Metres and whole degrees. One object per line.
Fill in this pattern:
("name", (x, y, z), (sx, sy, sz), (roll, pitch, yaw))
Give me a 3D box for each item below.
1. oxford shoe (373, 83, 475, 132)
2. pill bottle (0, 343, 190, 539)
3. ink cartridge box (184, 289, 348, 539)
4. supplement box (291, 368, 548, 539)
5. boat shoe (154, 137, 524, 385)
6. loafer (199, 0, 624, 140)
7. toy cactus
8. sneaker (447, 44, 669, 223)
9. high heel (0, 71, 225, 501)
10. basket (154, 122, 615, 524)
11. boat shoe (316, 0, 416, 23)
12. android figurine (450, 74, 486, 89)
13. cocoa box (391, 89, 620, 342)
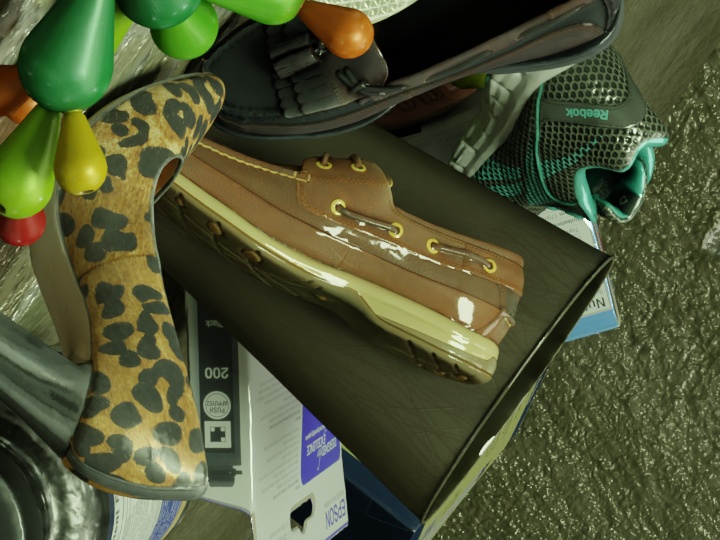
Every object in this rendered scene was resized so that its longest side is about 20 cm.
("oxford shoe", (0.030, -0.110, 1.623), (0.074, 0.071, 0.200), (-50, 173, 35))
("pill bottle", (-0.154, 0.099, 1.308), (0.112, 0.112, 0.200), (-55, 171, 15))
("ink cartridge box", (-0.051, 0.065, 1.624), (0.198, 0.043, 0.201), (-24, 112, -75))
("supplement box", (0.043, 0.141, 2.522), (0.200, 0.134, 0.200), (-50, 171, -21))
("boat shoe", (-0.016, -0.021, 1.325), (0.068, 0.200, 0.072), (-63, -170, -10))
("loafer", (0.020, -0.111, 1.304), (0.199, 0.072, 0.063), (-14, 168, 2))
("toy cactus", (-0.073, -0.103, 1.032), (0.200, 0.102, 0.165), (-43, 161, -7))
("sneaker", (0.100, -0.053, 1.426), (0.077, 0.091, 0.200), (-37, 168, -14))
("high heel", (-0.079, 0.006, 1.218), (0.200, 0.142, 0.071), (-47, 170, -36))
("basket", (0.000, 0.000, 1.439), (0.136, 0.200, 0.181), (-45, 170, -48))
("boat shoe", (0.030, -0.189, 1.242), (0.200, 0.062, 0.075), (-58, 139, -11))
("android figurine", (0.070, -0.173, 1.444), (0.182, 0.041, 0.200), (-45, 157, -15))
("cocoa box", (0.063, -0.027, 1.630), (0.133, 0.132, 0.200), (-16, -172, 3))
